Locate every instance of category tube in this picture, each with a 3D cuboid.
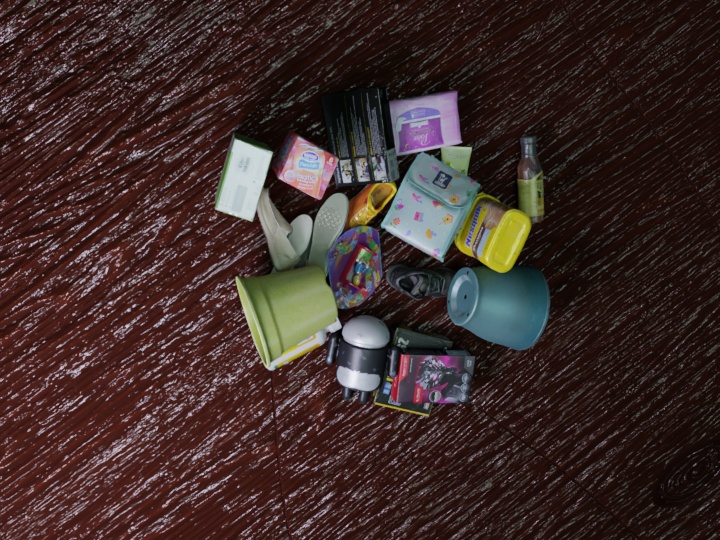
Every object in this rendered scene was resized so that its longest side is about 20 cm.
[{"bbox_3d":[0.220,-0.191,1.634,0.057,0.051,0.207,-6,104,-46],"label":"tube"}]

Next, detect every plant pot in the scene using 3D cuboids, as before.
[{"bbox_3d":[-0.152,0.079,1.477,0.180,0.200,0.206,-20,107,-15],"label":"plant pot"},{"bbox_3d":[0.313,0.073,1.624,0.183,0.200,0.206,11,102,-23],"label":"plant pot"}]

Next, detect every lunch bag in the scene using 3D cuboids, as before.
[{"bbox_3d":[0.164,-0.149,1.573,0.167,0.122,0.204,29,93,13],"label":"lunch bag"}]

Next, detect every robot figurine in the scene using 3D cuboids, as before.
[{"bbox_3d":[0.005,0.209,1.648,0.146,0.124,0.207,1,104,-30],"label":"robot figurine"}]

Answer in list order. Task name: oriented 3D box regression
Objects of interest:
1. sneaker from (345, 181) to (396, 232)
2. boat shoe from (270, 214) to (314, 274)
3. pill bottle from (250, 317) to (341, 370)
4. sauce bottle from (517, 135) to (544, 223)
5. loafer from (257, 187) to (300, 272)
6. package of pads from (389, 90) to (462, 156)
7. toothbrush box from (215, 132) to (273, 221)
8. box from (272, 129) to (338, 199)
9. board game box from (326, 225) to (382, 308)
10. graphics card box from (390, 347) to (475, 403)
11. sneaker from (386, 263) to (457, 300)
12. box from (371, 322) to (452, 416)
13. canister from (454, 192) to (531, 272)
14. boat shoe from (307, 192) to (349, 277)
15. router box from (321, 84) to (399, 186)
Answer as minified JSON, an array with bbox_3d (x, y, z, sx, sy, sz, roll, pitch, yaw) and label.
[{"bbox_3d":[0.004,-0.140,1.581,0.072,0.078,0.201,35,104,-18],"label":"sneaker"},{"bbox_3d":[-0.153,-0.028,1.586,0.071,0.060,0.207,23,92,29],"label":"boat shoe"},{"bbox_3d":[-0.147,0.139,1.601,0.196,0.113,0.115,-27,108,-4],"label":"pill bottle"},{"bbox_3d":[0.410,-0.219,1.657,0.064,0.066,0.206,-9,107,-9],"label":"sauce bottle"},{"bbox_3d":[-0.186,-0.094,1.538,0.066,0.076,0.206,-17,88,-6],"label":"loafer"},{"bbox_3d":[0.133,-0.334,1.564,0.194,0.076,0.124,-12,105,-9],"label":"package of pads"},{"bbox_3d":[-0.249,-0.202,1.449,0.084,0.200,0.150,16,101,-14],"label":"toothbrush box"},{"bbox_3d":[-0.121,-0.229,1.469,0.101,0.200,0.097,26,98,-16],"label":"box"},{"bbox_3d":[0.000,0.000,1.589,0.156,0.039,0.205,-27,127,-31],"label":"board game box"},{"bbox_3d":[0.178,0.259,1.685,0.194,0.051,0.130,3,103,-14],"label":"graphics card box"},{"bbox_3d":[0.166,0.034,1.644,0.193,0.114,0.079,9,104,-16],"label":"sneaker"},{"bbox_3d":[0.127,0.249,1.722,0.155,0.049,0.206,15,100,-13],"label":"box"},{"bbox_3d":[0.305,-0.089,1.595,0.085,0.200,0.152,22,99,-17],"label":"canister"},{"bbox_3d":[-0.070,-0.077,1.570,0.073,0.062,0.206,19,98,22],"label":"boat shoe"},{"bbox_3d":[0.001,-0.294,1.517,0.145,0.051,0.206,1,108,30],"label":"router box"}]
